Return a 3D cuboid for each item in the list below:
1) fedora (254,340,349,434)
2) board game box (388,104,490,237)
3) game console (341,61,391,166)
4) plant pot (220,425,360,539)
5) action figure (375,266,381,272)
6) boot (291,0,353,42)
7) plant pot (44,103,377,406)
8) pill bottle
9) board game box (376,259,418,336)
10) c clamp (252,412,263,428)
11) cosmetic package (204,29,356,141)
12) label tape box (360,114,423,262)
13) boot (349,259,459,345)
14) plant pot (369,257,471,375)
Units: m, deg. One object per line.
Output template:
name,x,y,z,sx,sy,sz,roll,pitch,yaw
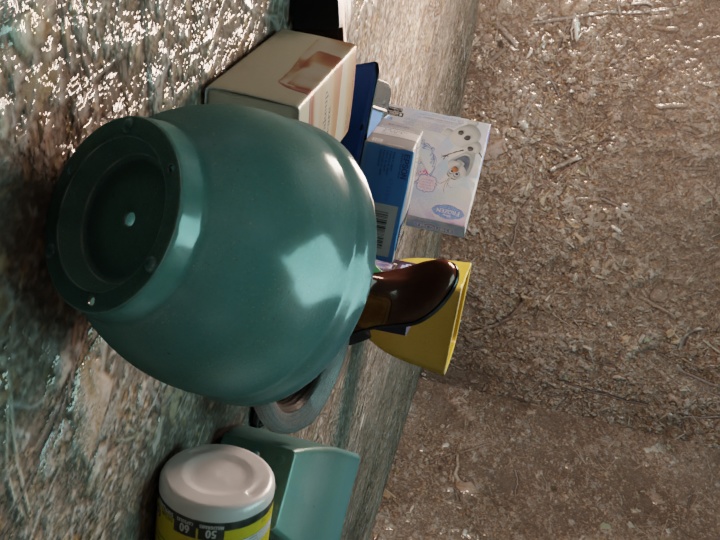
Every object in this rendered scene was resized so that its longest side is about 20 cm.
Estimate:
fedora,-0.091,0.081,0.982,0.177,0.090,0.200,-69,159,-10
board game box,0.094,-0.167,1.464,0.043,0.200,0.199,85,20,-64
game console,0.009,-0.162,1.185,0.171,0.118,0.200,5,99,-53
plant pot,-0.104,0.260,1.073,0.200,0.141,0.141,57,46,-67
action figure,-0.064,0.042,1.161,0.200,0.118,0.055,-55,-171,-28
boot,-0.034,-0.236,1.002,0.097,0.075,0.200,-57,156,-58
plant pot,-0.108,-0.021,0.566,0.134,0.200,0.201,20,81,-53
pill bottle,-0.148,0.283,0.885,0.111,0.111,0.200,-56,156,-66
board game box,0.007,0.027,1.311,0.200,0.165,0.057,-47,148,-71
c clamp,-0.093,0.132,1.228,0.171,0.027,0.200,-63,172,10
cosmetic package,-0.071,-0.149,0.851,0.200,0.087,0.103,-63,164,-56
label tape box,0.037,-0.111,1.156,0.200,0.066,0.143,-60,161,-68
boot,0.000,0.000,1.046,0.200,0.188,0.069,46,31,-50
plant pot,0.108,0.077,1.874,0.196,0.200,0.194,-53,153,-71
